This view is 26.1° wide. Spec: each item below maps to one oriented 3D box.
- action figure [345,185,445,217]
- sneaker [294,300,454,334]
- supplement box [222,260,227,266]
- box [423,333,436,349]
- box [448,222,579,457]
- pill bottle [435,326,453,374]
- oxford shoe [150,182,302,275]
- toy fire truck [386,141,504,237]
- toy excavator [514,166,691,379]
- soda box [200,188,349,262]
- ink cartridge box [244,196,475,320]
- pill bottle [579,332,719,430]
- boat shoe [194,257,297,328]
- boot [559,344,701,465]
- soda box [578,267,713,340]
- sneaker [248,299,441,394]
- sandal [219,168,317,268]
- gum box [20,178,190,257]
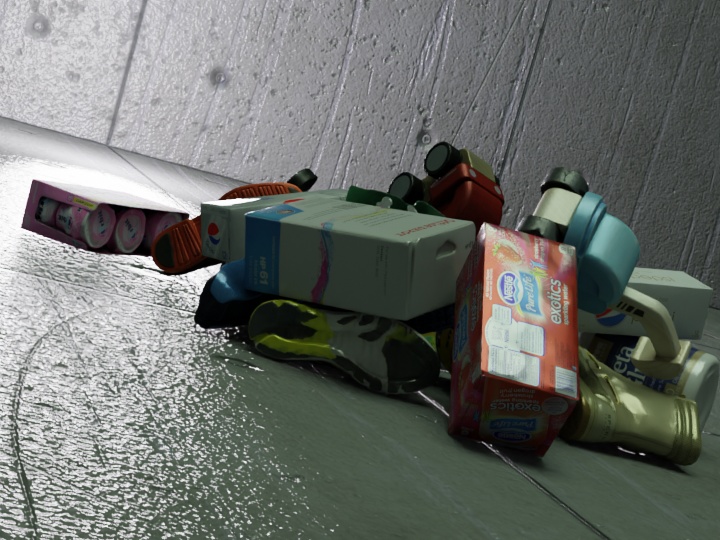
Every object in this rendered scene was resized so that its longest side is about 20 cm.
[{"bbox_3d":[0.000,0.000,1.745,0.117,0.201,0.055,19,39,-16],"label":"action figure"},{"bbox_3d":[0.015,0.041,1.687,0.198,0.071,0.078,-6,17,0],"label":"sneaker"},{"bbox_3d":[-0.075,-0.001,1.873,0.108,0.062,0.200,4,9,22],"label":"supplement box"},{"bbox_3d":[0.037,0.065,1.882,0.116,0.049,0.200,13,8,-17],"label":"box"},{"bbox_3d":[0.146,0.064,1.482,0.099,0.096,0.201,15,45,-9],"label":"box"},{"bbox_3d":[0.149,0.088,1.661,0.108,0.110,0.200,15,6,-11],"label":"pill bottle"},{"bbox_3d":[-0.159,-0.051,1.903,0.198,0.072,0.073,-21,-13,0],"label":"oxford shoe"},{"bbox_3d":[0.082,-0.034,1.860,0.128,0.176,0.201,30,36,-36],"label":"toy fire truck"},{"bbox_3d":[0.256,0.016,1.607,0.198,0.195,0.100,23,52,15],"label":"toy excavator"},{"bbox_3d":[-0.086,-0.054,1.812,0.198,0.064,0.068,-8,13,-36],"label":"soda box"},{"bbox_3d":[0.000,-0.015,1.592,0.198,0.086,0.144,9,14,30],"label":"ink cartridge box"},{"bbox_3d":[0.297,0.119,1.769,0.198,0.112,0.111,19,7,26],"label":"pill bottle"},{"bbox_3d":[-0.118,0.021,1.678,0.084,0.069,0.199,52,25,21],"label":"boat shoe"},{"bbox_3d":[0.274,0.134,1.667,0.154,0.073,0.200,15,19,-13],"label":"boot"},{"bbox_3d":[0.290,0.033,1.738,0.198,0.064,0.068,4,16,-24],"label":"soda box"},{"bbox_3d":[-0.011,0.069,1.576,0.198,0.075,0.085,17,6,8],"label":"sneaker"},{"bbox_3d":[-0.114,-0.046,1.965,0.048,0.201,0.075,47,34,8],"label":"sandal"},{"bbox_3d":[-0.323,-0.063,1.963,0.113,0.067,0.199,18,6,29],"label":"gum box"}]
